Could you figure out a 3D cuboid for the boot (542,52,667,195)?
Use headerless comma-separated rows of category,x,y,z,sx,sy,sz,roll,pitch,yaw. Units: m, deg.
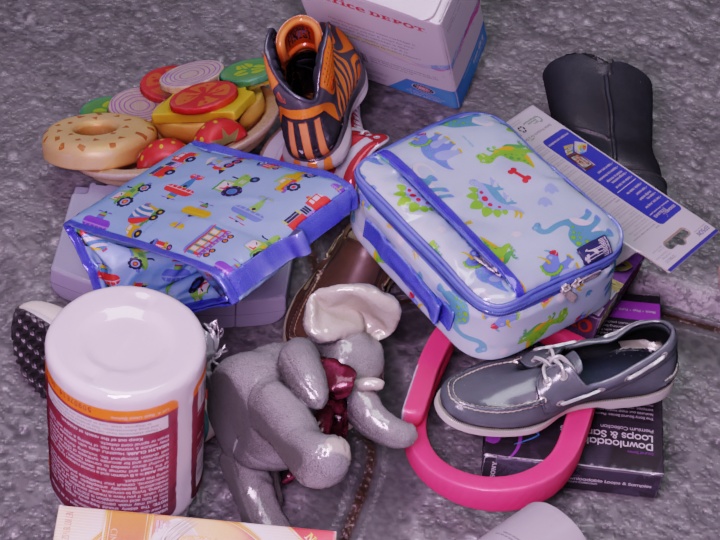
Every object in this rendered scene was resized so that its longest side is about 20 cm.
boot,0.177,-0.124,1.870,0.200,0.076,0.168,4,47,-9

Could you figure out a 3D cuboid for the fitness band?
fitness band,0.111,0.104,1.619,0.144,0.037,0.200,17,47,8

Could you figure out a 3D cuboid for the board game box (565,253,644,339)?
board game box,0.125,-0.020,1.708,0.200,0.032,0.120,26,40,13

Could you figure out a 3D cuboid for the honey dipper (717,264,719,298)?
honey dipper,0.323,0.071,1.723,0.038,0.038,0.200,5,47,-1

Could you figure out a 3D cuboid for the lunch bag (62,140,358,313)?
lunch bag,-0.108,-0.031,1.624,0.200,0.094,0.151,4,32,47

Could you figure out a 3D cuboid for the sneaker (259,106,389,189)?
sneaker,-0.008,-0.118,1.832,0.112,0.071,0.200,9,40,18

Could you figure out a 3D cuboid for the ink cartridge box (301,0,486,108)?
ink cartridge box,0.030,-0.239,1.876,0.144,0.200,0.085,20,78,13

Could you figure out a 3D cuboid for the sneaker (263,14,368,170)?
sneaker,-0.038,-0.182,1.771,0.078,0.112,0.200,-8,38,4

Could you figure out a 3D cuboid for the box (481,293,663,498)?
box,0.173,0.094,1.682,0.143,0.036,0.200,6,43,1

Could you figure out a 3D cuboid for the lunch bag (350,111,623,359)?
lunch bag,0.095,-0.030,1.624,0.161,0.082,0.200,-23,54,-27

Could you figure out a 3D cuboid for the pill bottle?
pill bottle,-0.171,0.118,1.500,0.114,0.200,0.114,3,44,-3

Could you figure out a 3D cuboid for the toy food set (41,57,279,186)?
toy food set,-0.168,-0.133,1.821,0.200,0.049,0.198,-1,29,24

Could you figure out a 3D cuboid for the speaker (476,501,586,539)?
speaker,0.077,0.246,1.483,0.200,0.081,0.081,-31,55,-32

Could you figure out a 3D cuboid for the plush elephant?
plush elephant,-0.032,0.101,1.558,0.155,0.165,0.200,-14,55,-30

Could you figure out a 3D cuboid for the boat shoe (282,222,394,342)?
boat shoe,-0.006,-0.002,1.729,0.075,0.075,0.202,21,46,14

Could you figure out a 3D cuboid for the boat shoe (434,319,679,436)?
boat shoe,0.153,0.076,1.583,0.200,0.062,0.073,-8,48,-16

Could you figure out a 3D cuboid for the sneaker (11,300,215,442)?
sneaker,-0.185,0.078,1.644,0.200,0.070,0.093,28,33,22

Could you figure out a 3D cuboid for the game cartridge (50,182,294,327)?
game cartridge,-0.156,-0.011,1.750,0.200,0.042,0.133,7,49,1

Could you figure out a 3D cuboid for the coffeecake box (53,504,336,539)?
coffeecake box,-0.122,0.256,1.445,0.200,0.073,0.154,5,52,-1

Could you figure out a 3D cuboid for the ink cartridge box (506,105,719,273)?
ink cartridge box,0.195,-0.061,1.733,0.200,0.037,0.095,34,39,19
